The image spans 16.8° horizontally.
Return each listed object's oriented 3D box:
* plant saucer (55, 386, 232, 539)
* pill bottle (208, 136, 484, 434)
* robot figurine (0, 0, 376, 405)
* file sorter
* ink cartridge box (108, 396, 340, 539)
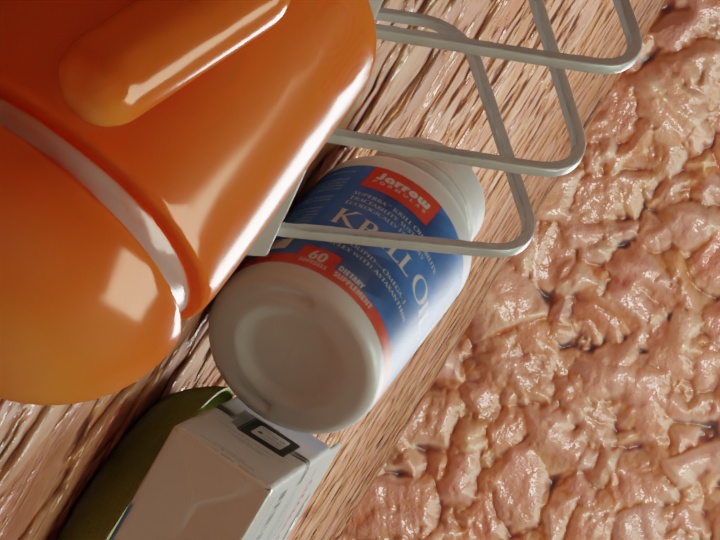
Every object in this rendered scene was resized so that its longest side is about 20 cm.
[{"bbox_3d":[-0.141,0.146,1.433,0.201,0.031,0.200,-57,172,-12],"label":"plant saucer"},{"bbox_3d":[0.000,0.000,1.454,0.200,0.112,0.113,-52,171,-50],"label":"pill bottle"},{"bbox_3d":[-0.073,-0.047,0.691,0.200,0.143,0.117,-55,134,-22],"label":"robot figurine"},{"bbox_3d":[0.030,-0.117,0.834,0.139,0.124,0.201,-104,-150,-41],"label":"file sorter"},{"bbox_3d":[-0.083,0.142,1.417,0.116,0.066,0.200,-60,172,8],"label":"ink cartridge box"}]
